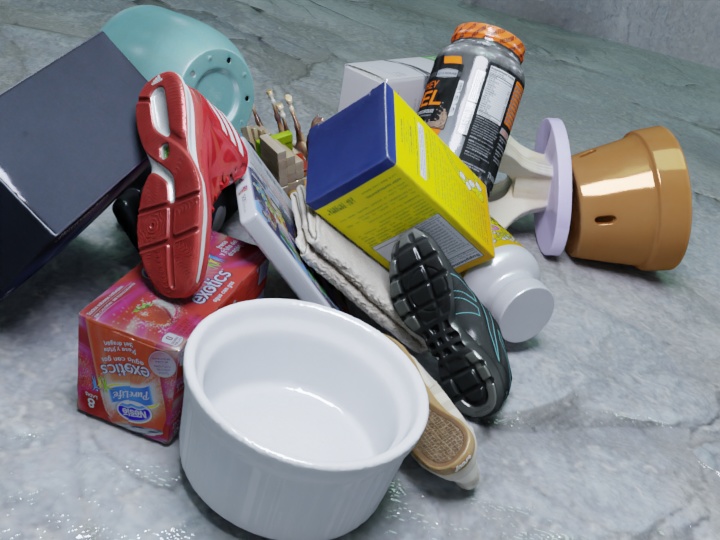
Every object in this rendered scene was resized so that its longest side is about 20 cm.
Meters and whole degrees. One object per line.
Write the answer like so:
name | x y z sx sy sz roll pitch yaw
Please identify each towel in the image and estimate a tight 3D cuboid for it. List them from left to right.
towel | 0.000 0.000 0.891 0.200 0.034 0.133 42 18 -28

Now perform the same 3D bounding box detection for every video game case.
video game case | -0.069 -0.025 0.869 0.023 0.201 0.183 -30 33 7

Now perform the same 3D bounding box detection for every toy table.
toy table | 0.224 -0.125 1.170 0.115 0.185 0.202 4 59 -3

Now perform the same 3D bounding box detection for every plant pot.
plant pot | -0.237 -0.239 1.097 0.160 0.203 0.199 22 27 39
plant pot | 0.358 -0.095 1.164 0.138 0.203 0.201 -5 30 0

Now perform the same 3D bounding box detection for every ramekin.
ramekin | -0.052 0.120 0.672 0.198 0.099 0.201 15 29 -8

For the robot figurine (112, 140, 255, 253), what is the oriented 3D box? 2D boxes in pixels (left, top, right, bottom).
robot figurine | -0.206 -0.097 0.964 0.148 0.126 0.200 17 32 9

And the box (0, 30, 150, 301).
box | -0.300 -0.086 0.771 0.123 0.198 0.201 46 43 -13

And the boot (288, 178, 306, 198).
boot | -0.054 -0.059 1.040 0.142 0.072 0.201 -9 30 -26

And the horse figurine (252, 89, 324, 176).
horse figurine | -0.097 -0.173 1.117 0.049 0.134 0.200 -27 26 -18

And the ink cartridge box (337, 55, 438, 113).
ink cartridge box | 0.060 -0.211 1.141 0.084 0.148 0.199 31 32 35

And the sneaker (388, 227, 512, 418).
sneaker | 0.093 0.051 0.844 0.079 0.075 0.202 -10 74 -55

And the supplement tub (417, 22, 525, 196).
supplement tub | 0.135 -0.199 1.052 0.121 0.203 0.123 18 -6 2

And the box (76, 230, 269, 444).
box | -0.165 0.049 0.757 0.094 0.101 0.200 18 29 9

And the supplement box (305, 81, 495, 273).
supplement box | 0.045 -0.082 0.890 0.199 0.108 0.111 38 39 -39

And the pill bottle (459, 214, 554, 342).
pill bottle | 0.143 -0.003 0.978 0.103 0.105 0.200 -2 33 -27

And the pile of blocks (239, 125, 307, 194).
pile of blocks | -0.116 -0.148 1.039 0.062 0.083 0.199 -22 19 -26

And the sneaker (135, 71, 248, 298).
sneaker | -0.137 -0.070 0.746 0.077 0.203 0.115 -11 -15 29

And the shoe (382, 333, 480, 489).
shoe | 0.046 0.128 0.767 0.053 0.070 0.200 46 0 -39
